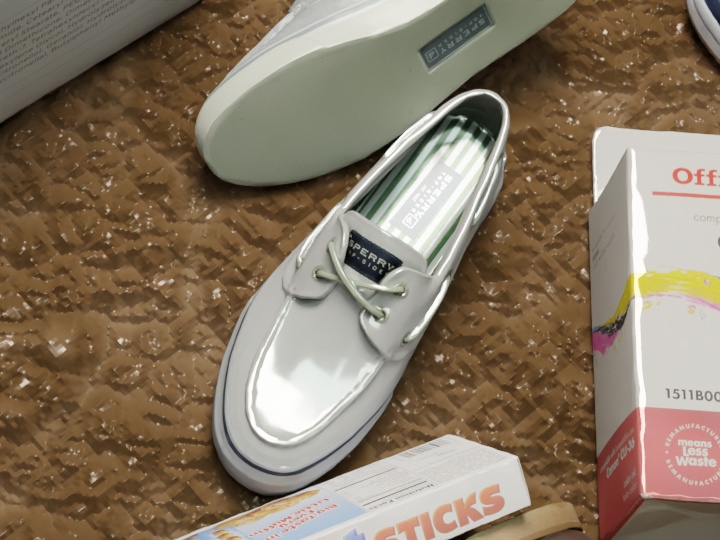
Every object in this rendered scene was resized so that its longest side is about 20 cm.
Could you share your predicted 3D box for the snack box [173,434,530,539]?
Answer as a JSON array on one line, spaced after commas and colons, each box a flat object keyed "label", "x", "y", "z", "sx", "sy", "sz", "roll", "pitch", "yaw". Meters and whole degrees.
[{"label": "snack box", "x": -0.035, "y": 0.112, "z": 0.894, "sx": 0.199, "sy": 0.072, "sz": 0.024, "roll": -20, "pitch": 101, "yaw": -18}]

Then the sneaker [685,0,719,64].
[{"label": "sneaker", "x": 0.247, "y": -0.103, "z": 1.026, "sx": 0.200, "sy": 0.109, "sz": 0.070, "roll": 36, "pitch": 64, "yaw": 7}]

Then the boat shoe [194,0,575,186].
[{"label": "boat shoe", "x": 0.008, "y": -0.110, "z": 1.009, "sx": 0.200, "sy": 0.070, "sz": 0.072, "roll": -32, "pitch": 45, "yaw": -6}]

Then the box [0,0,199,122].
[{"label": "box", "x": -0.186, "y": -0.177, "z": 0.961, "sx": 0.200, "sy": 0.131, "sz": 0.199, "roll": -35, "pitch": 76, "yaw": -28}]

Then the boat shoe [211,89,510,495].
[{"label": "boat shoe", "x": 0.000, "y": 0.000, "z": 0.956, "sx": 0.073, "sy": 0.067, "sz": 0.201, "roll": 28, "pitch": 63, "yaw": 4}]

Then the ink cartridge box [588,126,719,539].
[{"label": "ink cartridge box", "x": 0.163, "y": 0.017, "z": 0.978, "sx": 0.116, "sy": 0.068, "sz": 0.201, "roll": 4, "pitch": 65, "yaw": -9}]

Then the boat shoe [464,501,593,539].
[{"label": "boat shoe", "x": 0.016, "y": 0.154, "z": 0.885, "sx": 0.199, "sy": 0.070, "sz": 0.071, "roll": -19, "pitch": 68, "yaw": -18}]
